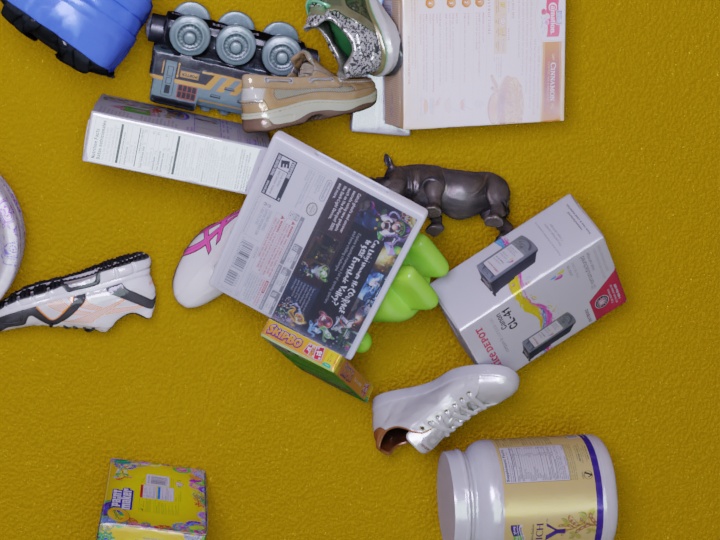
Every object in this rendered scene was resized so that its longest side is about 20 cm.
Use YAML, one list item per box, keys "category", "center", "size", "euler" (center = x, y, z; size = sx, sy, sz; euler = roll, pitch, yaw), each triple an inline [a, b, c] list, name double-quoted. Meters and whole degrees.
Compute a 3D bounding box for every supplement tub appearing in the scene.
- category: "supplement tub"
  center: [0.201, 0.278, 1.627]
  size: [0.198, 0.145, 0.147]
  euler: [-2, 103, -7]

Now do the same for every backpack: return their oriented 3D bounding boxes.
- category: "backpack"
  center: [-0.297, -0.305, 1.404]
  size: [0.162, 0.200, 0.169]
  euler: [30, 98, -12]

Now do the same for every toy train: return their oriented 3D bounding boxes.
- category: "toy train"
  center: [-0.149, -0.231, 1.506]
  size: [0.198, 0.085, 0.115]
  euler: [11, 114, -12]

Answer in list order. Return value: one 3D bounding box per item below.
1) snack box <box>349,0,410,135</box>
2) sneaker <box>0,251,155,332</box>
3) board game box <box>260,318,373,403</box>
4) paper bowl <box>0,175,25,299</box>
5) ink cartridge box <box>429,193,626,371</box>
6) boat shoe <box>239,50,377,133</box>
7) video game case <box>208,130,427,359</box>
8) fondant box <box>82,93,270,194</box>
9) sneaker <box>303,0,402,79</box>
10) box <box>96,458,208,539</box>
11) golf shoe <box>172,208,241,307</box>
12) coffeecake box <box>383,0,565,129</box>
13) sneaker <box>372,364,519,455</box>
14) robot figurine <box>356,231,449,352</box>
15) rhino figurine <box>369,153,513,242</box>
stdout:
- category: "snack box"
  center: [0.031, -0.260, 1.547]
  size: [0.071, 0.024, 0.202]
  euler: [4, 102, -7]
- category: "sneaker"
  center: [-0.331, 0.044, 1.544]
  size: [0.198, 0.074, 0.081]
  euler: [-16, 106, -3]
- category: "board game box"
  center: [-0.045, 0.108, 1.529]
  size: [0.095, 0.200, 0.030]
  euler: [26, 78, 18]
- category: "paper bowl"
  center: [-0.477, -0.040, 1.490]
  size: [0.199, 0.104, 0.203]
  euler: [-2, 103, -8]
- category: "ink cartridge box"
  center: [0.200, 0.026, 1.571]
  size: [0.199, 0.086, 0.148]
  euler: [-34, 141, 0]
- category: "boat shoe"
  center: [-0.053, -0.203, 1.457]
  size: [0.071, 0.199, 0.077]
  euler: [-1, 103, 38]
- category: "video game case"
  center: [-0.048, -0.024, 1.431]
  size: [0.181, 0.023, 0.201]
  euler: [28, 118, 1]
- category: "fondant box"
  center: [-0.201, -0.141, 1.482]
  size: [0.198, 0.144, 0.059]
  euler: [12, 103, -10]
- category: "sneaker"
  center: [-0.031, -0.296, 1.457]
  size: [0.088, 0.077, 0.201]
  euler: [-27, 85, -37]
- category: "box"
  center: [-0.253, 0.351, 1.557]
  size: [0.121, 0.200, 0.195]
  euler: [8, 101, -9]
- category: "golf shoe"
  center: [-0.143, -0.029, 1.542]
  size: [0.200, 0.092, 0.073]
  euler: [-43, 106, 5]
- category: "coffeecake box"
  center: [0.131, -0.246, 1.523]
  size: [0.198, 0.073, 0.155]
  euler: [-5, 103, -16]
- category: "sneaker"
  center: [0.103, 0.174, 1.583]
  size: [0.199, 0.085, 0.073]
  euler: [-22, 138, 30]
- category: "robot figurine"
  center: [0.000, 0.000, 1.524]
  size: [0.116, 0.199, 0.177]
  euler: [45, 55, -44]
- category: "rhino figurine"
  center: [0.088, -0.089, 1.567]
  size: [0.198, 0.088, 0.060]
  euler: [10, 140, -8]
